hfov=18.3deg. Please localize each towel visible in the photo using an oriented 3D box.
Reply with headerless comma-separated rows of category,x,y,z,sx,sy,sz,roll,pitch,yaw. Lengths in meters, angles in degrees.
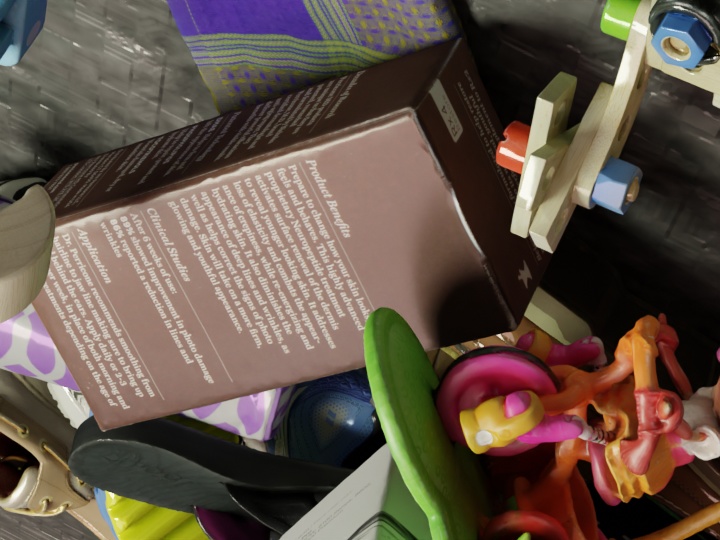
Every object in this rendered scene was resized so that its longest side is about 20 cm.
towel,-0.022,-0.101,0.912,0.143,0.023,0.200,13,146,28

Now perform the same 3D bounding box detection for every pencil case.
pencil case,-0.119,0.017,1.057,0.200,0.086,0.084,18,154,0

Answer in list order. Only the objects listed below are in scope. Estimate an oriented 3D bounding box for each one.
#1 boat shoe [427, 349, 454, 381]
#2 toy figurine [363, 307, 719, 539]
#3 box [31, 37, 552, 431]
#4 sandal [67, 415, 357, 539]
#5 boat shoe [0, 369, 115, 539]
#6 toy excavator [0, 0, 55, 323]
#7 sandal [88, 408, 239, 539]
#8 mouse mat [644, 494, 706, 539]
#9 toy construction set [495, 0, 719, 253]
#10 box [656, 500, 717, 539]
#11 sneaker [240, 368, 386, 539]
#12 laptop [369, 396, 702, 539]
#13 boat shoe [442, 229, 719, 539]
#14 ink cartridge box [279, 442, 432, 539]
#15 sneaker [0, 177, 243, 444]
boat shoe,0.000,0.000,1.005,0.200,0.065,0.072,17,105,-6
toy figurine,0.123,0.069,0.828,0.184,0.150,0.200,-20,118,14
box,-0.034,-0.012,0.901,0.200,0.075,0.100,-14,114,29
sandal,-0.044,0.121,1.066,0.200,0.048,0.075,16,147,-14
boat shoe,-0.196,0.110,1.324,0.074,0.069,0.200,-4,135,44
toy excavator,-0.175,-0.093,0.878,0.194,0.200,0.100,28,150,4
sandal,-0.098,0.130,1.144,0.087,0.079,0.200,24,132,56
mouse mat,0.108,0.142,1.173,0.161,0.008,0.200,29,149,3
toy construction set,0.149,-0.046,0.791,0.200,0.092,0.131,11,146,10
box,0.241,0.109,0.985,0.143,0.036,0.200,40,147,-13
sneaker,-0.008,0.116,1.165,0.089,0.079,0.200,22,149,18
laptop,0.089,0.139,1.037,0.177,0.103,0.200,37,-164,20
boat shoe,0.113,0.057,0.949,0.200,0.072,0.068,44,125,8
ink cartridge box,0.030,0.179,0.918,0.145,0.200,0.084,43,110,-11
sneaker,-0.127,0.031,1.143,0.200,0.076,0.088,41,148,-19
